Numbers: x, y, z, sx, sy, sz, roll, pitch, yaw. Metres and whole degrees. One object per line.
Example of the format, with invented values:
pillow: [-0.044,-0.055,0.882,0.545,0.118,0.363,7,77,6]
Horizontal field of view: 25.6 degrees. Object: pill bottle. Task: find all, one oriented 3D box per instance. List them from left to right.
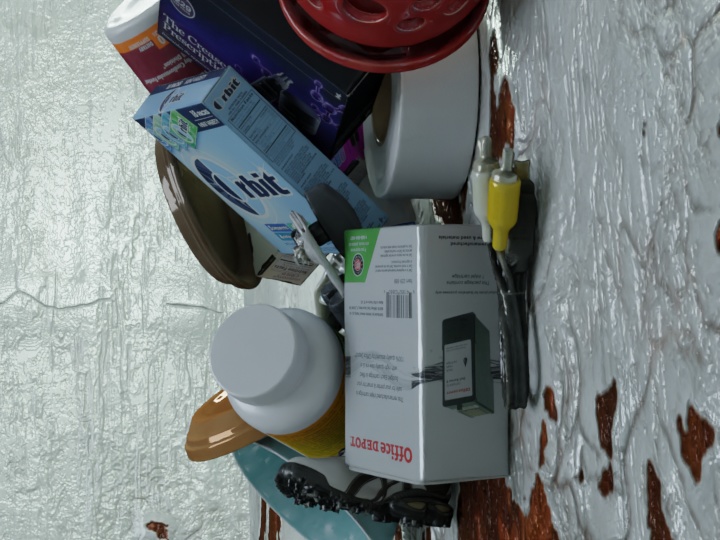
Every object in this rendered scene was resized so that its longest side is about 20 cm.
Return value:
pill bottle: [-0.147,-0.188,1.538,0.200,0.114,0.114,53,-174,-24]
pill bottle: [-0.052,0.099,1.402,0.200,0.110,0.112,41,-139,-60]

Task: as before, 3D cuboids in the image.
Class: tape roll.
tape roll: [0.050,-0.163,1.420,0.202,0.070,0.204,179,90,-80]

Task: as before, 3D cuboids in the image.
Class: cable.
cable: [0.100,-0.001,1.178,0.097,0.050,0.202,-128,40,-76]

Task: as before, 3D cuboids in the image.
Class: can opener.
can opener: [-0.002,0.021,1.367,0.201,0.066,0.053,61,178,-25]

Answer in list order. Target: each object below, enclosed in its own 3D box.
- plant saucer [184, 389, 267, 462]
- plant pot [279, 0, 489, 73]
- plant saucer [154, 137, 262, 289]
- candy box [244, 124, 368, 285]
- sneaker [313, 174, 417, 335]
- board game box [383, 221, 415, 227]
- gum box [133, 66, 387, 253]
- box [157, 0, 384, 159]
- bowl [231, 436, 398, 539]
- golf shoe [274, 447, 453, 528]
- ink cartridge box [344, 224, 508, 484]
plant saucer: [-0.097,0.127,1.616,0.038,0.199,0.200,61,173,-7]
plant pot: [0.023,-0.264,1.225,0.183,0.199,0.202,91,174,-61]
plant saucer: [-0.156,-0.070,1.608,0.200,0.029,0.201,-22,-90,-77]
candy box: [-0.045,-0.098,1.607,0.200,0.061,0.137,-46,45,38]
sneaker: [0.000,0.000,1.524,0.070,0.080,0.202,30,123,32]
board game box: [0.045,0.072,1.466,0.201,0.034,0.136,101,151,-48]
gum box: [-0.093,-0.094,1.432,0.045,0.200,0.170,-54,23,-17]
box: [-0.076,-0.204,1.375,0.079,0.200,0.141,-50,-6,-24]
bowl: [-0.025,0.207,1.629,0.105,0.201,0.201,-46,-8,-22]
golf shoe: [0.004,0.170,1.391,0.077,0.199,0.095,-1,76,43]
ink cartridge box: [0.051,0.065,1.284,0.146,0.083,0.202,180,90,-64]
